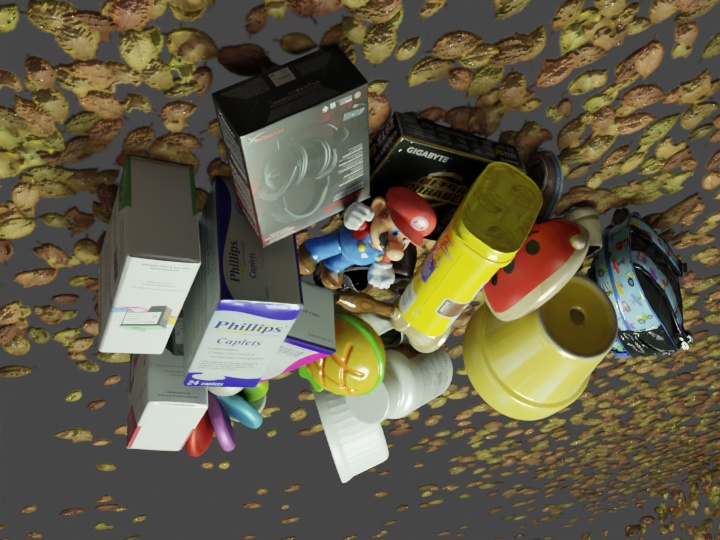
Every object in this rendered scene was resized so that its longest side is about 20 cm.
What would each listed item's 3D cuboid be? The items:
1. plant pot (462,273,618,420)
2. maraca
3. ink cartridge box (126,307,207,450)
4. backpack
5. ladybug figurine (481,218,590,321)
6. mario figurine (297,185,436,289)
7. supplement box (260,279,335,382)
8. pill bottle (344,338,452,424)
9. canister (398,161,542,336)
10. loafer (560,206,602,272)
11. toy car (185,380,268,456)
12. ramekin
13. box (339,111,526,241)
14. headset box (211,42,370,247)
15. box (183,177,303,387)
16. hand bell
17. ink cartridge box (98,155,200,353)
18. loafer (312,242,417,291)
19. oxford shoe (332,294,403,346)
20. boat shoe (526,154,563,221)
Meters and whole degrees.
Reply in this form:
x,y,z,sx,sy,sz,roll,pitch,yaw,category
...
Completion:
x,y,z,sx,sy,sz,roll,pitch,yaw,category
0.275,0.100,1.097,0.197,0.204,0.189,-1,156,-18,plant pot
-0.040,0.131,1.144,0.198,0.139,0.106,-13,-170,46,maraca
-0.275,0.131,1.047,0.084,0.202,0.148,7,142,-26,ink cartridge box
0.421,0.019,1.157,0.133,0.185,0.200,-16,136,36,backpack
0.223,-0.008,0.980,0.072,0.137,0.200,35,146,-7,ladybug figurine
0.009,-0.027,0.911,0.199,0.107,0.123,-27,176,37,mario figurine
-0.139,0.093,1.097,0.199,0.105,0.100,-27,146,38,supplement box
0.064,0.186,1.257,0.114,0.115,0.199,-39,166,34,pill bottle
0.134,-0.021,0.944,0.086,0.149,0.201,34,140,2,canister
0.302,-0.016,1.155,0.075,0.069,0.201,5,142,-25,loafer
-0.249,0.234,1.249,0.197,0.152,0.176,-12,146,-1,toy car
-0.020,0.270,1.347,0.096,0.202,0.202,-18,147,-5,ramekin
0.089,-0.112,0.962,0.197,0.050,0.160,10,142,-31,box
-0.069,-0.127,0.824,0.147,0.078,0.201,-25,148,-16,headset box
-0.157,0.021,0.944,0.103,0.186,0.201,7,142,-23,box
0.038,0.059,1.133,0.198,0.105,0.104,16,137,-39,hand bell
-0.260,-0.011,0.896,0.083,0.147,0.201,6,142,-26,ink cartridge box
0.000,0.000,1.035,0.071,0.064,0.199,15,155,-41,loafer
-0.004,0.084,1.204,0.198,0.059,0.075,15,141,-32,oxford shoe
0.208,-0.081,1.025,0.071,0.073,0.201,2,143,-19,boat shoe
